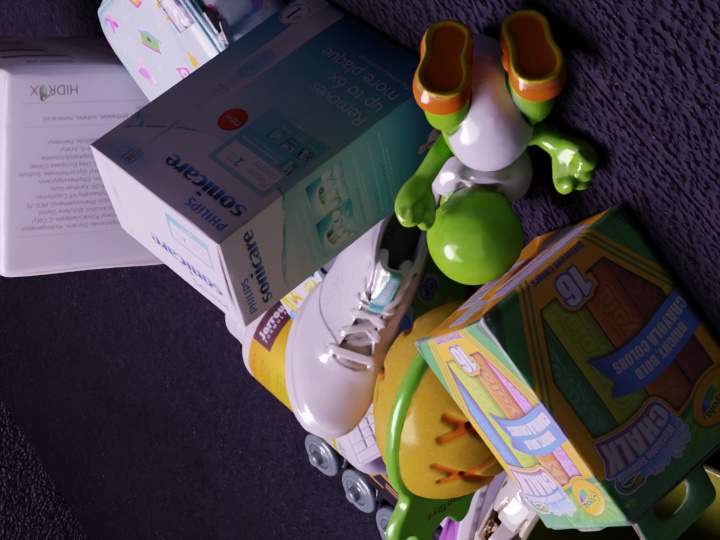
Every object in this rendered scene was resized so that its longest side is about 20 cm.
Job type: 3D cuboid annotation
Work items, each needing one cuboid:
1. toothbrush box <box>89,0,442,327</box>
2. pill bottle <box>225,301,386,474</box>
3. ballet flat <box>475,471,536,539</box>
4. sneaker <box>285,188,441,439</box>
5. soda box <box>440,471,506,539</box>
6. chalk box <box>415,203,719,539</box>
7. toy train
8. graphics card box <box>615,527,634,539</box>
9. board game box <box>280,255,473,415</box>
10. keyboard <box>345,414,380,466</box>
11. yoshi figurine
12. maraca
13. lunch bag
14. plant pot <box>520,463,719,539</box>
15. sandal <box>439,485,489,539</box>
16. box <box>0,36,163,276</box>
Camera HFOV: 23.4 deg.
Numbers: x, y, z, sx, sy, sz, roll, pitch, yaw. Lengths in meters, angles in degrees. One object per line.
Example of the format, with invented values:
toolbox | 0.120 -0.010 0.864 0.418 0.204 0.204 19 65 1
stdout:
toothbrush box | -0.056 -0.079 1.170 0.146 0.199 0.086 37 155 37
pill bottle | -0.026 0.076 1.490 0.199 0.109 0.110 38 155 34
ballet flat | 0.122 0.177 1.259 0.067 0.062 0.201 45 157 18
sneaker | 0.006 0.019 1.207 0.075 0.202 0.088 21 174 -15
soda box | 0.151 0.245 1.443 0.200 0.068 0.064 47 159 17
chalk box | 0.154 0.082 1.095 0.201 0.125 0.124 52 160 -4
toy train | 0.022 0.166 1.588 0.200 0.085 0.115 43 146 29
graphics card box | 0.171 0.171 1.306 0.125 0.051 0.201 33 153 43
board game box | 0.000 0.000 1.315 0.201 0.105 0.103 58 158 -18
keyboard | -0.011 0.066 1.417 0.011 0.056 0.201 61 -176 -54
yoshi figurine | 0.076 -0.060 1.056 0.112 0.112 0.201 37 159 19
maraca | 0.064 0.108 1.210 0.107 0.136 0.202 33 133 35
lunch bag | -0.117 -0.169 1.327 0.161 0.077 0.200 56 159 -9
plant pot | 0.215 0.252 1.202 0.187 0.187 0.200 38 171 33
sandal | 0.073 0.167 1.359 0.049 0.205 0.082 15 -170 0
box | -0.255 -0.104 1.492 0.198 0.198 0.174 22 112 53
